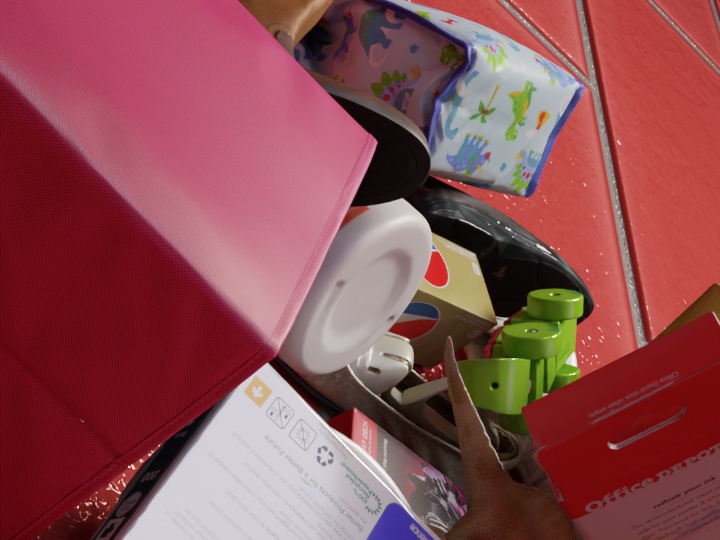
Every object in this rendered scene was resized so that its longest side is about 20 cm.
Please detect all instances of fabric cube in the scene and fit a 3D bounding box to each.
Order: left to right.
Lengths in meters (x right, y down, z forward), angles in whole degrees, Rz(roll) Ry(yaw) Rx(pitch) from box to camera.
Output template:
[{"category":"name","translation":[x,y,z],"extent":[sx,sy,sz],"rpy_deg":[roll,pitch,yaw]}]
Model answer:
[{"category":"fabric cube","translation":[-0.144,-0.033,0.709],"extent":[0.199,0.200,0.196],"rpy_deg":[44,31,-14]}]

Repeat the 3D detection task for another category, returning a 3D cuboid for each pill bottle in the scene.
[{"category":"pill bottle","translation":[-0.065,-0.042,0.890],"extent":[0.200,0.112,0.111],"rpy_deg":[40,21,25]}]

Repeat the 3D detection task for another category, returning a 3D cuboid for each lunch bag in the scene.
[{"category":"lunch bag","translation":[0.038,-0.147,1.201],"extent":[0.200,0.128,0.170],"rpy_deg":[36,15,34]}]

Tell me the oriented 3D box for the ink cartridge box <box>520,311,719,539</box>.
[{"category":"ink cartridge box","translation":[0.165,0.101,0.827],"extent":[0.200,0.116,0.067],"rpy_deg":[54,12,-44]}]

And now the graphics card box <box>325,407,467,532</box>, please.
[{"category":"graphics card box","translation":[0.044,0.185,0.918],"extent":[0.200,0.051,0.126],"rpy_deg":[41,31,-26]}]

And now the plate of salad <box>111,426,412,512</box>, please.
[{"category":"plate of salad","translation":[-0.046,0.169,0.775],"extent":[0.199,0.048,0.201],"rpy_deg":[13,66,-32]}]

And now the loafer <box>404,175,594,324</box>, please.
[{"category":"loafer","translation":[0.109,-0.016,1.221],"extent":[0.200,0.073,0.072],"rpy_deg":[34,30,-36]}]

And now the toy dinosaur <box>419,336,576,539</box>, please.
[{"category":"toy dinosaur","translation":[0.070,0.144,0.841],"extent":[0.058,0.101,0.201],"rpy_deg":[4,58,-52]}]

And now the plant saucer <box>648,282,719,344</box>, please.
[{"category":"plant saucer","translation":[0.221,0.135,0.994],"extent":[0.048,0.200,0.201],"rpy_deg":[-20,73,-19]}]

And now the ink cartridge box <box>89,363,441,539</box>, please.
[{"category":"ink cartridge box","translation":[-0.040,0.176,0.718],"extent":[0.198,0.043,0.200],"rpy_deg":[47,52,-13]}]

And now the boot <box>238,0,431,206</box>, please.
[{"category":"boot","translation":[-0.037,-0.118,0.867],"extent":[0.187,0.069,0.200],"rpy_deg":[9,33,10]}]

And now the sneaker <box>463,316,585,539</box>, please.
[{"category":"sneaker","translation":[0.118,0.116,1.105],"extent":[0.099,0.075,0.200],"rpy_deg":[14,42,-32]}]

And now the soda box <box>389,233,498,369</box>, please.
[{"category":"soda box","translation":[0.000,0.000,1.034],"extent":[0.200,0.068,0.064],"rpy_deg":[23,41,-44]}]

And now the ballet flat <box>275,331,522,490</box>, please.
[{"category":"ballet flat","translation":[0.027,0.074,1.000],"extent":[0.200,0.062,0.068],"rpy_deg":[39,32,-26]}]

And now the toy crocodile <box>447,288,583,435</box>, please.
[{"category":"toy crocodile","translation":[0.110,0.057,1.033],"extent":[0.200,0.061,0.068],"rpy_deg":[-38,130,-67]}]
